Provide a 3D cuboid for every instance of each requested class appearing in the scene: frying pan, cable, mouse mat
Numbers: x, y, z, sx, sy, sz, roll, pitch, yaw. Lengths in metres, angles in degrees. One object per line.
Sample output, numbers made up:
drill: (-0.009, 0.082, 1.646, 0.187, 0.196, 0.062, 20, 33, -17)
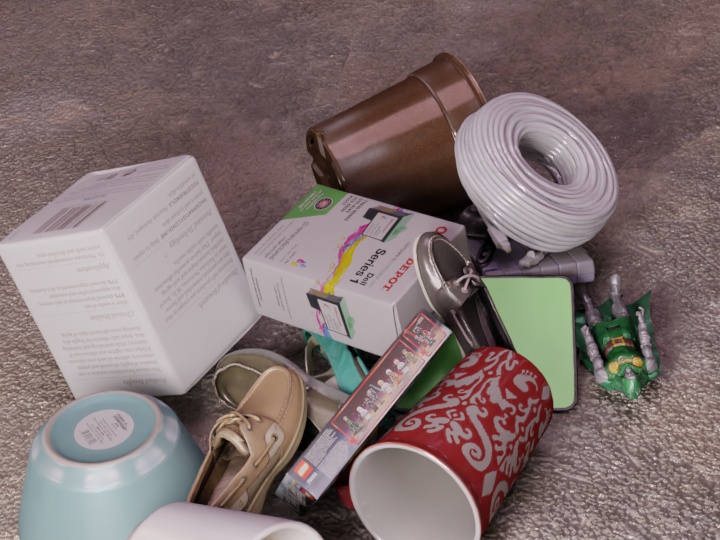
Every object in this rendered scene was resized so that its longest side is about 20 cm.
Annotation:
frying pan: (0.146, -0.052, 1.709, 0.114, 0.031, 0.190, 8, 21, 37)
cable: (0.199, -0.114, 1.654, 0.199, 0.069, 0.201, -19, 67, -41)
mouse mat: (0.129, 0.076, 1.546, 0.198, 0.008, 0.162, 0, 61, 6)

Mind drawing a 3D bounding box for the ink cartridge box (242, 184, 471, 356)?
ink cartridge box: (0.000, 0.000, 1.547, 0.199, 0.084, 0.145, 17, 47, 32)

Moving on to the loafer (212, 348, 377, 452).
loafer: (-0.078, 0.139, 1.482, 0.199, 0.076, 0.070, 18, 36, 31)

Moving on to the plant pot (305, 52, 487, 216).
plant pot: (0.050, -0.139, 1.798, 0.197, 0.201, 0.200, -24, 36, -12)

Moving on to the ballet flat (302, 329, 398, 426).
ballet flat: (-0.018, 0.113, 1.538, 0.070, 0.067, 0.200, -32, 35, 3)

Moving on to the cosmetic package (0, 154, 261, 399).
cosmetic package: (-0.242, 0.010, 1.553, 0.166, 0.201, 0.166, -6, 27, 35)

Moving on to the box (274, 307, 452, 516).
box: (0.001, 0.135, 1.364, 0.040, 0.137, 0.200, 39, 73, 5)

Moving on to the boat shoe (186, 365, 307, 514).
boat shoe: (-0.108, 0.167, 1.393, 0.071, 0.065, 0.201, -2, 50, 30)

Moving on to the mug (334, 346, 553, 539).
mug: (0.077, 0.160, 1.382, 0.177, 0.134, 0.200, 16, 35, 26)

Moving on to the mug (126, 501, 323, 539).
mug: (-0.138, 0.274, 1.231, 0.152, 0.150, 0.186, 13, 30, 38)

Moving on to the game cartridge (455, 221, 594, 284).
game cartridge: (0.185, -0.021, 1.693, 0.129, 0.039, 0.200, -4, 19, -8)

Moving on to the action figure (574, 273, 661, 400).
action figure: (0.272, 0.074, 1.548, 0.117, 0.055, 0.200, -16, 29, 6)

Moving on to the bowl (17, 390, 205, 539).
bowl: (-0.239, 0.191, 1.401, 0.199, 0.106, 0.201, -4, 34, 3)

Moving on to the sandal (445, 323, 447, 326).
sandal: (0.122, 0.056, 1.596, 0.199, 0.054, 0.080, -20, 35, -13)

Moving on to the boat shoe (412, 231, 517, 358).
boat shoe: (0.118, 0.047, 1.466, 0.057, 0.201, 0.067, -13, 17, 45)
